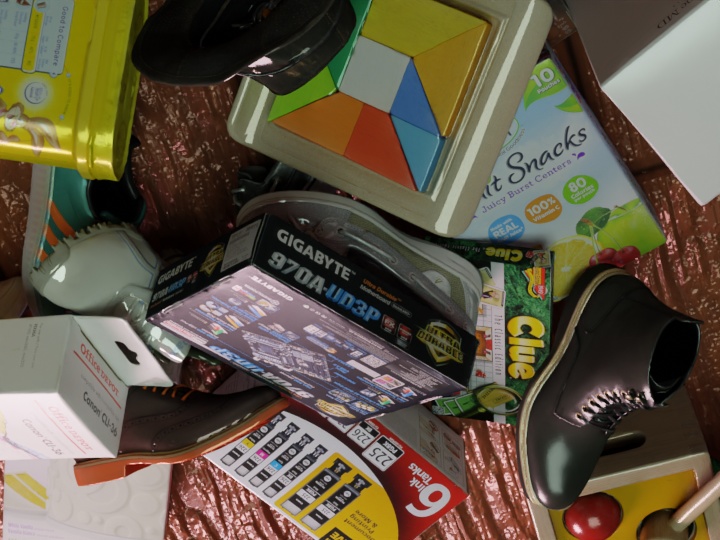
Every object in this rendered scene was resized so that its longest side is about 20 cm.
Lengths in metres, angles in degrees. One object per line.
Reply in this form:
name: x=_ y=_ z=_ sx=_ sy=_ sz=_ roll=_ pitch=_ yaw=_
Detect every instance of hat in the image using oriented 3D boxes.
hat: x=-0.059 y=-0.175 z=1.024 sx=0.200 sy=0.201 sz=0.081 roll=-31 pitch=128 yaw=16

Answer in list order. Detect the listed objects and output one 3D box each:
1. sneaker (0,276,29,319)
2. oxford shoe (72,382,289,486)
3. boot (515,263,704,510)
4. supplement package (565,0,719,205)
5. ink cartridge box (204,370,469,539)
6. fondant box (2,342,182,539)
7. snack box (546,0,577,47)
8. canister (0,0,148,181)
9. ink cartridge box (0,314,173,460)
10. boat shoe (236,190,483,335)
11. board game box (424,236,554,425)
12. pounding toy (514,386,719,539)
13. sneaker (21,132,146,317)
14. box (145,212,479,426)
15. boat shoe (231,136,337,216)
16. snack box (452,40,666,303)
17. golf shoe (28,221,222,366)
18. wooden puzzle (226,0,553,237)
sneaker: x=-0.363 y=0.045 z=1.209 sx=0.199 sy=0.075 sz=0.081 roll=-23 pitch=108 yaw=11
oxford shoe: x=-0.153 y=0.117 z=1.174 sx=0.199 sy=0.071 sz=0.073 roll=-18 pitch=90 yaw=18
boot: x=0.187 y=0.106 z=1.115 sx=0.077 sy=0.138 sz=0.202 roll=8 pitch=101 yaw=-20
supplement package: x=0.232 y=-0.163 z=1.018 sx=0.121 sy=0.200 sz=0.120 roll=-38 pitch=113 yaw=18
ink cartridge box: x=-0.036 y=0.165 z=1.266 sx=0.200 sy=0.084 sz=0.175 roll=40 pitch=113 yaw=-20
fondant box: x=-0.235 y=0.155 z=1.275 sx=0.143 sy=0.058 sz=0.201 roll=7 pitch=118 yaw=-4
snack box: x=0.079 y=-0.239 z=1.074 sx=0.072 sy=0.024 sz=0.200 roll=-31 pitch=116 yaw=18
canister: x=-0.264 y=-0.153 z=1.061 sx=0.198 sy=0.087 sz=0.150 roll=8 pitch=81 yaw=-2
ink cartridge box: x=-0.257 y=0.093 z=1.124 sx=0.198 sy=0.068 sz=0.117 roll=-4 pitch=148 yaw=15
boat shoe: x=0.000 y=0.001 z=1.101 sx=0.201 sy=0.065 sz=0.075 roll=24 pitch=135 yaw=-16
board game box: x=0.106 y=0.055 z=1.197 sx=0.104 sy=0.024 sz=0.201 roll=5 pitch=136 yaw=11
pounding toy: x=0.248 y=0.200 z=1.254 sx=0.199 sy=0.142 sz=0.185 roll=-15 pitch=119 yaw=8
sneaker: x=-0.214 y=-0.027 z=1.153 sx=0.079 sy=0.071 sz=0.201 roll=19 pitch=120 yaw=21
box: x=-0.037 y=0.043 z=1.082 sx=0.199 sy=0.046 sz=0.159 roll=30 pitch=149 yaw=-25
boat shoe: x=-0.068 y=-0.060 z=1.157 sx=0.071 sy=0.072 sz=0.200 roll=35 pitch=103 yaw=-9
snack box: x=0.131 y=-0.068 z=1.143 sx=0.142 sy=0.053 sz=0.200 roll=-30 pitch=122 yaw=15
golf shoe: x=-0.165 y=0.025 z=1.127 sx=0.078 sy=0.097 sz=0.200 roll=-47 pitch=152 yaw=15
wooden puzzle: x=0.017 y=-0.144 z=1.065 sx=0.199 sy=0.037 sz=0.186 roll=24 pitch=103 yaw=10
